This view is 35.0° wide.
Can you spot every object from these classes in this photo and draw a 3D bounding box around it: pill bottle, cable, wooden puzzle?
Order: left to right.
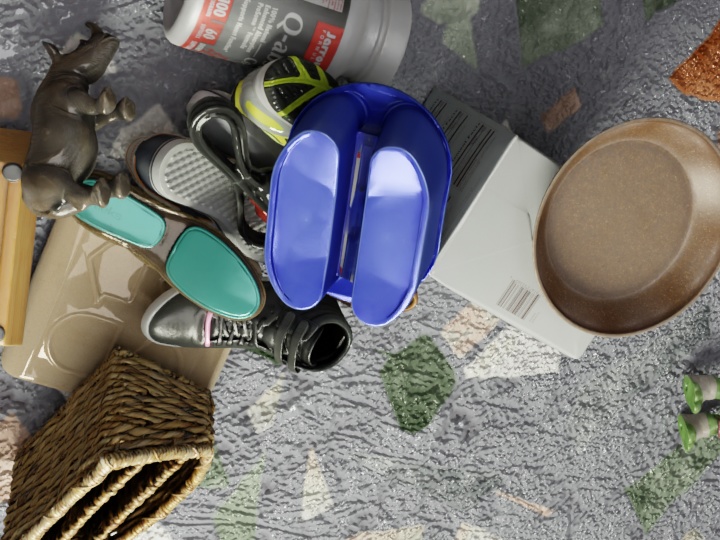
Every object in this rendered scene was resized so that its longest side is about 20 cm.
[{"bbox_3d":[-0.219,0.039,1.097,0.199,0.046,0.186,21,102,-20],"label":"wooden puzzle"},{"bbox_3d":[-0.098,-0.085,1.004,0.097,0.050,0.200,-30,136,20],"label":"cable"},{"bbox_3d":[-0.063,-0.230,1.003,0.199,0.116,0.116,12,106,-23],"label":"pill bottle"}]

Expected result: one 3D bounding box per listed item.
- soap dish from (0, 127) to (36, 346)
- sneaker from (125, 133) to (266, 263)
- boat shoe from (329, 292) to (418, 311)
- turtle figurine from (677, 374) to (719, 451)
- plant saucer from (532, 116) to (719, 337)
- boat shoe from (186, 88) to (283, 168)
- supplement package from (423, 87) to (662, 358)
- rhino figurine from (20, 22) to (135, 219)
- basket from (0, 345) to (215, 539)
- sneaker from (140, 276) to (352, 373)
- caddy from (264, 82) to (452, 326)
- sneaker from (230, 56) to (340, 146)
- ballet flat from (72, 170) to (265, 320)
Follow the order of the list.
[{"bbox_3d":[-0.364,-0.028,0.988,0.157,0.081,0.201,6,105,-17],"label":"soap dish"},{"bbox_3d":[-0.133,-0.073,1.067,0.200,0.079,0.079,37,81,-46],"label":"sneaker"},{"bbox_3d":[0.000,0.000,1.087,0.072,0.068,0.200,-40,155,18],"label":"boat shoe"},{"bbox_3d":[0.481,0.179,1.325,0.193,0.144,0.201,-4,69,1],"label":"turtle figurine"},{"bbox_3d":[0.235,-0.040,1.002,0.200,0.037,0.201,-7,113,-17],"label":"plant saucer"},{"bbox_3d":[-0.067,-0.123,1.074,0.200,0.072,0.066,29,69,-14],"label":"boat shoe"},{"bbox_3d":[0.137,-0.049,1.097,0.191,0.200,0.147,29,99,-26],"label":"supplement package"},{"bbox_3d":[-0.240,-0.131,0.962,0.087,0.201,0.060,-9,153,15],"label":"rhino figurine"},{"bbox_3d":[-0.226,0.202,1.065,0.143,0.149,0.200,33,118,-28],"label":"basket"},{"bbox_3d":[-0.096,0.052,1.053,0.199,0.099,0.071,-4,117,-28],"label":"sneaker"},{"bbox_3d":[-0.002,-0.053,0.941,0.141,0.105,0.201,13,118,9],"label":"caddy"},{"bbox_3d":[-0.029,-0.131,1.023,0.200,0.076,0.076,32,68,-41],"label":"sneaker"},{"bbox_3d":[-0.171,-0.026,1.021,0.200,0.072,0.068,30,98,-10],"label":"ballet flat"}]
